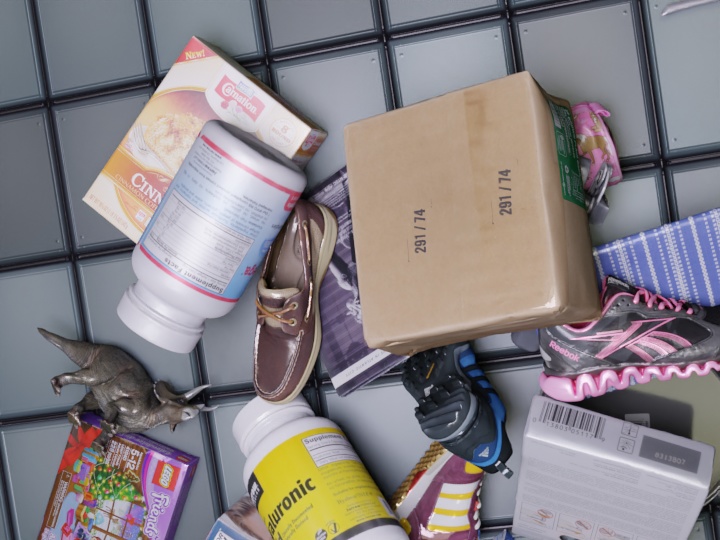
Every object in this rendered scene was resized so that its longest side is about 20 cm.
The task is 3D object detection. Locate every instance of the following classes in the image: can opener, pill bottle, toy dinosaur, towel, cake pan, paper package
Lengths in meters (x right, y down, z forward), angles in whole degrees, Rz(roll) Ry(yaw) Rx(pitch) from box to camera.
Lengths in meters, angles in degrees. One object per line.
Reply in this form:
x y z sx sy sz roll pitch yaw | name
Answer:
0.175 -0.018 0.995 0.066 0.053 0.201 22 122 -1 | can opener
-0.142 -0.029 0.997 0.108 0.109 0.201 33 100 8 | pill bottle
-0.256 0.124 1.123 0.199 0.102 0.077 33 135 20 | toy dinosaur
0.255 0.032 0.972 0.199 0.024 0.146 -18 112 11 | towel
0.268 0.149 1.031 0.199 0.037 0.202 1 94 12 | cake pan
0.093 -0.042 0.918 0.189 0.103 0.202 -12 78 28 | paper package
-0.046 0.212 1.034 0.111 0.111 0.200 -44 54 11 | pill bottle

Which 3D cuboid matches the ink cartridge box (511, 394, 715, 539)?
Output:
0.225 0.204 0.994 0.161 0.201 0.057 14 59 14 | ink cartridge box

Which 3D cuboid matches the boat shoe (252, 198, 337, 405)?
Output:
-0.076 0.027 1.034 0.072 0.072 0.201 12 86 29 | boat shoe

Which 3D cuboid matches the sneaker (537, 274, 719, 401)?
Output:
0.245 0.046 0.933 0.199 0.079 0.096 -15 101 8 | sneaker

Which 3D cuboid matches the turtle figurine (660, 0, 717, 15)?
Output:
0.405 -0.241 0.926 0.200 0.144 0.194 41 97 3 | turtle figurine

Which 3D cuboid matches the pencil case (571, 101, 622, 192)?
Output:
0.148 -0.088 1.019 0.199 0.087 0.083 -22 68 12 | pencil case

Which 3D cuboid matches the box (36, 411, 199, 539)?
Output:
-0.267 0.270 1.150 0.136 0.039 0.201 20 97 9 | box

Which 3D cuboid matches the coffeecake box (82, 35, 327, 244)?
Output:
-0.155 -0.105 1.086 0.153 0.073 0.200 38 100 7 | coffeecake box

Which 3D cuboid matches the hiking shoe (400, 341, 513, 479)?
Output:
0.090 0.117 0.997 0.074 0.200 0.087 -39 108 17 | hiking shoe

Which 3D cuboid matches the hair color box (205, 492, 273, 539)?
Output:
-0.057 0.310 1.077 0.199 0.100 0.061 30 100 8 | hair color box

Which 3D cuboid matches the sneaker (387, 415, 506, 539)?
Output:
0.095 0.219 1.060 0.090 0.075 0.200 37 106 -1 | sneaker

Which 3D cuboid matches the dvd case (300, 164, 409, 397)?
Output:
0.000 0.000 1.049 0.148 0.016 0.201 -34 67 20 | dvd case

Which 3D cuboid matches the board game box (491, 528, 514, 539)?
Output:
0.086 0.320 0.997 0.135 0.200 0.035 -39 85 11 | board game box
